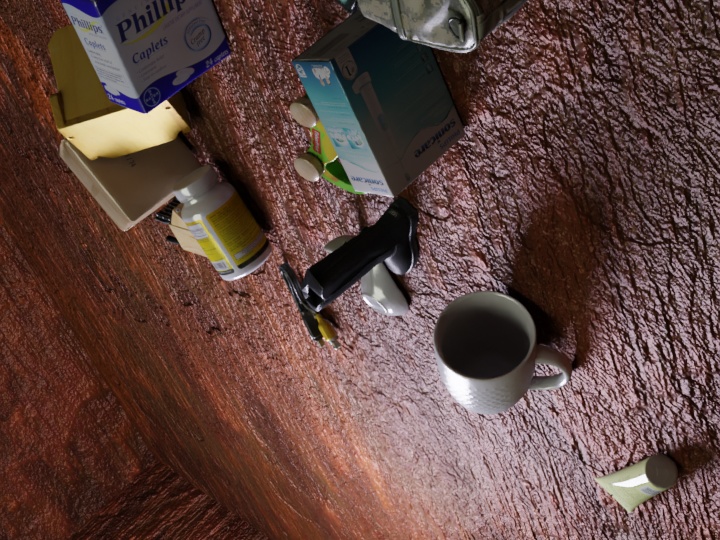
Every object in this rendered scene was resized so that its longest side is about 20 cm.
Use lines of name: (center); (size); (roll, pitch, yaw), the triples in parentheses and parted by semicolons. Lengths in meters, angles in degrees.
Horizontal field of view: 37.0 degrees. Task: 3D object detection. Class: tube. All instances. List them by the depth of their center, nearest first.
tube: (0.416, 0.322, 1.628); (0.200, 0.052, 0.058); (110, 156, -66)

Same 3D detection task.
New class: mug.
mug: (0.213, 0.138, 1.594); (0.199, 0.148, 0.175); (6, 150, 13)

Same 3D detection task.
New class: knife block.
knife block: (-0.339, -0.074, 2.234); (0.200, 0.064, 0.176); (43, 155, 9)

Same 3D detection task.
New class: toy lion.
toy lion: (-0.006, -0.181, 1.566); (0.191, 0.069, 0.200); (30, 151, 18)

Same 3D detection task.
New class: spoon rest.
spoon rest: (0.018, 0.007, 1.809); (0.099, 0.061, 0.200); (19, 156, 48)

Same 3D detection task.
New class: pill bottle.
pill bottle: (-0.261, -0.091, 2.009); (0.112, 0.112, 0.200); (4, 131, 56)

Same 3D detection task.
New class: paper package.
paper package: (-0.434, -0.208, 2.040); (0.200, 0.191, 0.103); (52, 157, -6)

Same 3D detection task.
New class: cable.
cable: (-0.101, 0.069, 2.112); (0.200, 0.050, 0.097); (65, 169, -8)

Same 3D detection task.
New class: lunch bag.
lunch bag: (0.112, -0.307, 1.032); (0.168, 0.200, 0.139); (37, 156, 29)

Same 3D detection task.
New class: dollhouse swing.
dollhouse swing: (-0.431, -0.329, 1.906); (0.182, 0.200, 0.176); (54, -159, -66)

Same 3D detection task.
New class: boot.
boot: (0.000, -0.001, 1.637); (0.066, 0.200, 0.165); (34, 152, 26)

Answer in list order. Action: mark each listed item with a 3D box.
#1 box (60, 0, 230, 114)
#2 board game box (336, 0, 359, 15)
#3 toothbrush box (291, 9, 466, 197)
box: (-0.323, -0.375, 1.633); (0.105, 0.184, 0.200); (25, 147, 41)
board game box: (-0.025, -0.413, 1.288); (0.135, 0.028, 0.200); (46, 154, 4)
toothbrush box: (0.027, -0.216, 1.353); (0.085, 0.146, 0.200); (14, 140, 51)
